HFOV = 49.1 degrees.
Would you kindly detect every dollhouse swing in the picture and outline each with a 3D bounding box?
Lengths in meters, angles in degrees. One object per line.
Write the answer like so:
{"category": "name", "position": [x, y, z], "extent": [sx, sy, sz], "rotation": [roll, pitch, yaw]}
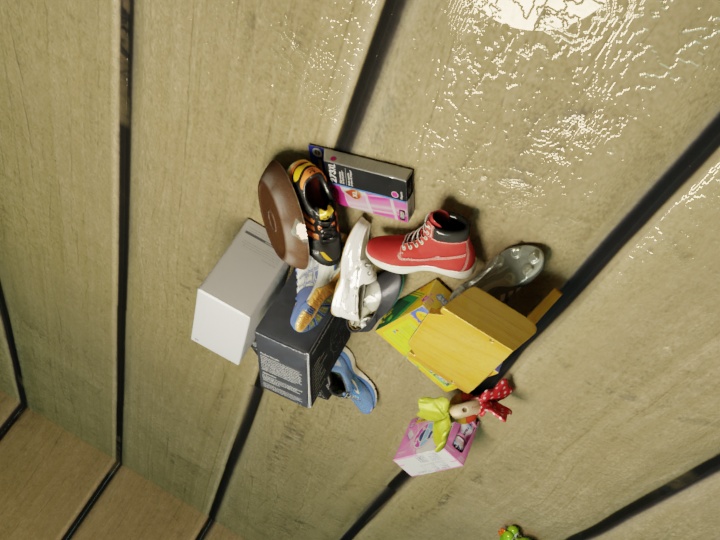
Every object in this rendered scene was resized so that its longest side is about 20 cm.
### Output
{"category": "dollhouse swing", "position": [0.208, 0.080, 1.328], "extent": [0.180, 0.177, 0.201], "rotation": [31, 150, 3]}

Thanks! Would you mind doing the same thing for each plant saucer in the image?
{"category": "plant saucer", "position": [-0.144, -0.093, 1.408], "extent": [0.200, 0.036, 0.203], "rotation": [161, 91, -73]}

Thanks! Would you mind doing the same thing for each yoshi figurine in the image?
{"category": "yoshi figurine", "position": [0.407, 0.737, 2.019], "extent": [0.110, 0.113, 0.202], "rotation": [-2, 132, 15]}

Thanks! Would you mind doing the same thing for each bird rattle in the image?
{"category": "bird rattle", "position": [0.214, 0.273, 1.602], "extent": [0.114, 0.198, 0.163], "rotation": [64, -177, 6]}

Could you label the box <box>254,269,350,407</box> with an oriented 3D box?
{"category": "box", "position": [-0.110, 0.128, 1.589], "extent": [0.122, 0.201, 0.198], "rotation": [21, 142, 13]}

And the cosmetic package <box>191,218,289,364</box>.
{"category": "cosmetic package", "position": [-0.239, 0.046, 1.601], "extent": [0.122, 0.201, 0.200], "rotation": [29, 145, 3]}

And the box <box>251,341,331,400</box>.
{"category": "box", "position": [-0.163, 0.214, 1.840], "extent": [0.198, 0.044, 0.161], "rotation": [10, 139, 46]}

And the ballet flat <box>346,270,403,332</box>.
{"category": "ballet flat", "position": [0.020, 0.064, 1.526], "extent": [0.072, 0.073, 0.201], "rotation": [32, 141, -1]}

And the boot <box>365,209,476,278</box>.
{"category": "boot", "position": [0.094, -0.058, 1.331], "extent": [0.197, 0.073, 0.145], "rotation": [6, 148, 20]}

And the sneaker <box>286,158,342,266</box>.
{"category": "sneaker", "position": [-0.071, -0.089, 1.365], "extent": [0.090, 0.069, 0.203], "rotation": [33, 144, 60]}

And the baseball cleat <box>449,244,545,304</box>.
{"category": "baseball cleat", "position": [0.243, 0.020, 1.345], "extent": [0.199, 0.071, 0.106], "rotation": [-31, 151, 34]}

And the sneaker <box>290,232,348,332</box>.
{"category": "sneaker", "position": [-0.090, 0.016, 1.477], "extent": [0.087, 0.202, 0.075], "rotation": [21, 166, 24]}

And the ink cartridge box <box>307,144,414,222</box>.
{"category": "ink cartridge box", "position": [-0.003, -0.149, 1.346], "extent": [0.197, 0.037, 0.096], "rotation": [19, 143, 21]}

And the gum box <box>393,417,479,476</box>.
{"category": "gum box", "position": [0.172, 0.382, 1.762], "extent": [0.066, 0.114, 0.199], "rotation": [41, 143, -15]}

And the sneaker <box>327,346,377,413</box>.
{"category": "sneaker", "position": [-0.033, 0.263, 1.796], "extent": [0.078, 0.090, 0.201], "rotation": [-5, 131, 40]}

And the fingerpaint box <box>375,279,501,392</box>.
{"category": "fingerpaint box", "position": [0.156, 0.129, 1.516], "extent": [0.199, 0.074, 0.166], "rotation": [40, 144, -12]}

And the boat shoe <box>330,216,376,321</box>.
{"category": "boat shoe", "position": [0.000, 0.000, 1.449], "extent": [0.068, 0.071, 0.203], "rotation": [19, 118, 13]}
